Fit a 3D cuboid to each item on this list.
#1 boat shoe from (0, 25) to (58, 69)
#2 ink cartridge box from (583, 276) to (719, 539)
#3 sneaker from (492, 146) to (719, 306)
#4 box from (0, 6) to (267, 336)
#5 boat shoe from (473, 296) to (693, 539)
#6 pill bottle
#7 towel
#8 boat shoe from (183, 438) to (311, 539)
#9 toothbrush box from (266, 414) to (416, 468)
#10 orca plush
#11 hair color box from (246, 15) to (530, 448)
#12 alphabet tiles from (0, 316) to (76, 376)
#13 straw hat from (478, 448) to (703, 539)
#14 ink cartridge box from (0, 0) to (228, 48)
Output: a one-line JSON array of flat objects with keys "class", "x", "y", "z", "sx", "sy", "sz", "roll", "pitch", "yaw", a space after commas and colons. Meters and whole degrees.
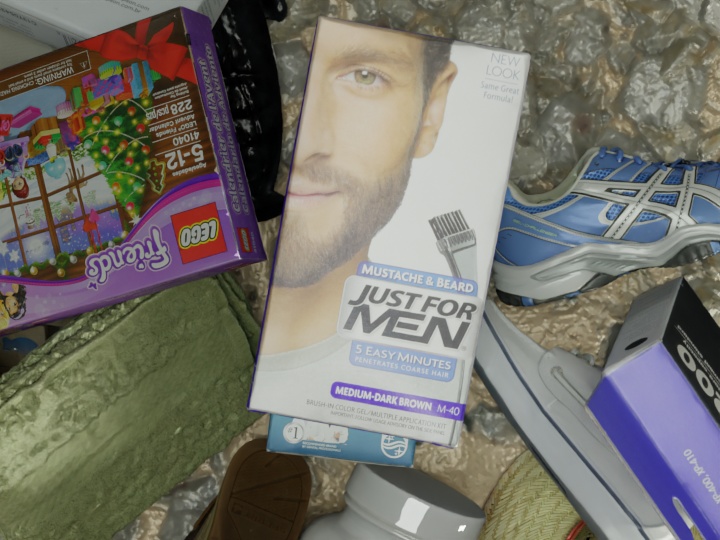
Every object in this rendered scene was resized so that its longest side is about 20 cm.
[{"class": "boat shoe", "x": -0.161, "y": -0.080, "z": 0.890, "sx": 0.074, "sy": 0.060, "sz": 0.200, "roll": -29, "pitch": 87, "yaw": 43}, {"class": "ink cartridge box", "x": 0.211, "y": 0.114, "z": 0.825, "sx": 0.043, "sy": 0.200, "sz": 0.198, "roll": -34, "pitch": 93, "yaw": 24}, {"class": "sneaker", "x": 0.170, "y": -0.041, "z": 0.876, "sx": 0.200, "sy": 0.076, "sz": 0.077, "roll": -18, "pitch": 97, "yaw": 1}, {"class": "box", "x": -0.160, "y": -0.046, "z": 0.789, "sx": 0.200, "sy": 0.039, "sz": 0.137, "roll": -16, "pitch": 85, "yaw": 19}, {"class": "boat shoe", "x": 0.125, "y": 0.082, "z": 0.866, "sx": 0.065, "sy": 0.074, "sz": 0.200, "roll": -34, "pitch": 68, "yaw": -3}, {"class": "pill bottle", "x": -0.003, "y": 0.219, "z": 0.878, "sx": 0.112, "sy": 0.112, "sz": 0.200, "roll": 24, "pitch": 94, "yaw": 0}, {"class": "towel", "x": -0.141, "y": 0.080, "z": 0.854, "sx": 0.200, "sy": 0.036, "sz": 0.148, "roll": -41, "pitch": 135, "yaw": -15}, {"class": "boat shoe", "x": -0.089, "y": 0.196, "z": 0.860, "sx": 0.072, "sy": 0.072, "sz": 0.200, "roll": 27, "pitch": 57, "yaw": -11}, {"class": "toothbrush box", "x": 0.000, "y": 0.000, "z": 0.848, "sx": 0.085, "sy": 0.146, "sz": 0.200, "roll": 6, "pitch": 93, "yaw": 0}, {"class": "orca plush", "x": -0.096, "y": -0.122, "z": 0.879, "sx": 0.105, "sy": 0.071, "sz": 0.200, "roll": -4, "pitch": 94, "yaw": 2}, {"class": "hair color box", "x": 0.014, "y": -0.020, "z": 0.743, "sx": 0.109, "sy": 0.065, "sz": 0.200, "roll": 10, "pitch": 92, "yaw": 0}, {"class": "alphabet tiles", "x": -0.222, "y": 0.014, "z": 0.879, "sx": 0.200, "sy": 0.008, "sz": 0.167, "roll": 6, "pitch": 120, "yaw": 9}, {"class": "straw hat", "x": 0.166, "y": 0.194, "z": 0.886, "sx": 0.201, "sy": 0.085, "sz": 0.201, "roll": 0, "pitch": 94, "yaw": 2}, {"class": "ink cartridge box", "x": -0.151, "y": -0.224, "z": 0.859, "sx": 0.196, "sy": 0.043, "sz": 0.200, "roll": 24, "pitch": 71, "yaw": 12}]
